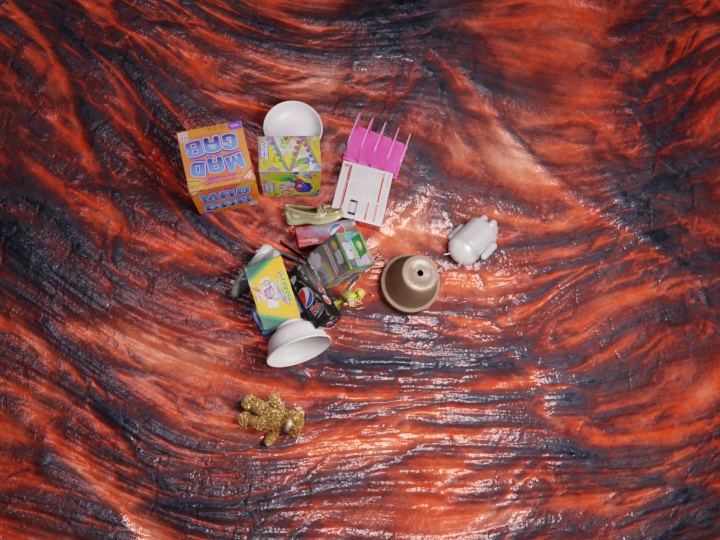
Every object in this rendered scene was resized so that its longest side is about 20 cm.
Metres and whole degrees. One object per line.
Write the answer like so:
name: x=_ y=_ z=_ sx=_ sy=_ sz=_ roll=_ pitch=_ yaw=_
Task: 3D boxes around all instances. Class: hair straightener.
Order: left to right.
hair straightener: x=-0.196 y=-0.016 z=1.651 sx=0.199 sy=0.041 sz=0.077 roll=33 pitch=74 yaw=-2

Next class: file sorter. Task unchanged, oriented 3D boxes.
file sorter: x=0.059 y=-0.429 z=1.737 sx=0.198 sy=0.125 sz=0.140 roll=21 pitch=74 yaw=-1

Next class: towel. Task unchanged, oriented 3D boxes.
towel: x=-0.242 y=0.119 z=1.600 sx=0.199 sy=0.049 sz=0.112 roll=-30 pitch=82 yaw=-12

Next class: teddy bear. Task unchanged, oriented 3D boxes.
teddy bear: x=-0.266 y=0.438 z=1.506 sx=0.199 sy=0.067 sz=0.146 roll=32 pitch=77 yaw=3

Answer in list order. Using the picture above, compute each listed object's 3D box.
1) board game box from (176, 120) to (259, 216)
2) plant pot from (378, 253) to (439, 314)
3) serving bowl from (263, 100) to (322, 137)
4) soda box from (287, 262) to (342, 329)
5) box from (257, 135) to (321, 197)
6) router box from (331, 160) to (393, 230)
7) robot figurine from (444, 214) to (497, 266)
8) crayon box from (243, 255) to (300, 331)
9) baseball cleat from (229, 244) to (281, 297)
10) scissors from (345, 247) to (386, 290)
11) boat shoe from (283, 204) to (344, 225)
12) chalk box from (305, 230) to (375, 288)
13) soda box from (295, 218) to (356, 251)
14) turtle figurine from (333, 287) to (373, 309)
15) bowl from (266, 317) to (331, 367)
board game box: x=-0.444 y=-0.318 z=1.610 sx=0.198 sy=0.200 sz=0.202 roll=-14 pitch=77 yaw=-11
plant pot: x=0.167 y=0.026 z=1.606 sx=0.198 sy=0.175 sz=0.202 roll=2 pitch=75 yaw=-6
serving bowl: x=-0.230 y=-0.476 z=1.745 sx=0.198 sy=0.066 sz=0.202 roll=1 pitch=76 yaw=-6
soda box: x=-0.137 y=0.076 z=1.515 sx=0.063 sy=0.071 sz=0.201 roll=-41 pitch=64 yaw=19
box: x=-0.226 y=-0.332 z=1.639 sx=0.191 sy=0.200 sz=0.123 roll=-2 pitch=77 yaw=-7
router box: x=0.003 y=-0.253 z=1.724 sx=0.178 sy=0.049 sz=0.202 roll=15 pitch=74 yaw=-3
robot figurine: x=0.372 y=-0.096 z=1.694 sx=0.200 sy=0.113 sz=0.169 roll=-41 pitch=46 yaw=-14
crayon box: x=-0.267 y=0.070 z=1.544 sx=0.118 sy=0.058 sz=0.202 roll=-18 pitch=86 yaw=-11
baseball cleat: x=-0.322 y=0.013 z=1.597 sx=0.106 sy=0.070 sz=0.201 roll=30 pitch=81 yaw=12
scissors: x=0.000 y=0.000 z=1.680 sx=0.199 sy=0.014 sz=0.073 roll=-36 pitch=85 yaw=-13
boat shoe: x=-0.152 y=-0.188 z=1.646 sx=0.199 sy=0.073 sz=0.064 roll=-1 pitch=115 yaw=19
chalk box: x=-0.048 y=-0.043 z=1.572 sx=0.123 sy=0.199 sz=0.125 roll=-11 pitch=73 yaw=-51
soda box: x=-0.111 y=-0.115 z=1.665 sx=0.198 sy=0.063 sz=0.071 roll=-9 pitch=78 yaw=-7
turtle figurine: x=-0.050 y=0.094 z=1.573 sx=0.160 sy=0.200 sz=0.065 roll=-27 pitch=90 yaw=11
bowl: x=-0.194 y=0.204 z=1.519 sx=0.199 sy=0.202 sz=0.091 roll=-18 pitch=63 yaw=-11
